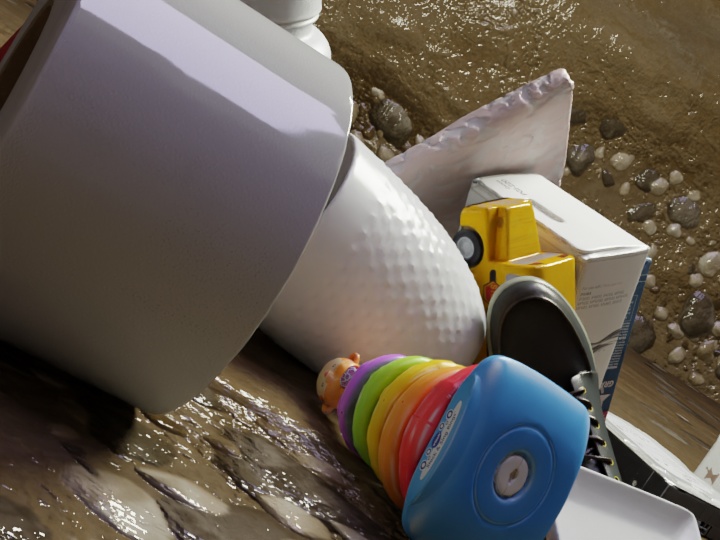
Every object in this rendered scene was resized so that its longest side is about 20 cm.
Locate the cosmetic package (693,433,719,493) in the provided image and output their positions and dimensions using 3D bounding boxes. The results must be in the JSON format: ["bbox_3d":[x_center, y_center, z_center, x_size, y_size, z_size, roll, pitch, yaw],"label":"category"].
[{"bbox_3d":[0.545,0.256,1.616,0.200,0.168,0.166,26,10,-37],"label":"cosmetic package"}]

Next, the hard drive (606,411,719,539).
[{"bbox_3d":[0.303,0.207,1.416,0.139,0.038,0.200,28,9,-32],"label":"hard drive"}]

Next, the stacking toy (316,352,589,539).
[{"bbox_3d":[0.030,0.091,0.828,0.110,0.116,0.200,31,-4,-37],"label":"stacking toy"}]

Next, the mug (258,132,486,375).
[{"bbox_3d":[0.000,0.000,1.002,0.175,0.148,0.200,43,14,-23],"label":"mug"}]

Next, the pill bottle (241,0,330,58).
[{"bbox_3d":[-0.081,-0.134,1.053,0.108,0.201,0.109,6,29,-4],"label":"pill bottle"}]

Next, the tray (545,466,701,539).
[{"bbox_3d":[0.175,0.192,0.879,0.200,0.022,0.108,26,45,-43],"label":"tray"}]

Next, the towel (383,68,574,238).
[{"bbox_3d":[0.090,-0.077,1.161,0.032,0.200,0.191,57,-8,22],"label":"towel"}]

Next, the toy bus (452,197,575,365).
[{"bbox_3d":[0.122,0.047,1.045,0.078,0.201,0.065,8,15,42],"label":"toy bus"}]

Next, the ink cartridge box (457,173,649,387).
[{"bbox_3d":[0.141,0.036,1.140,0.085,0.201,0.146,-9,34,-37],"label":"ink cartridge box"}]

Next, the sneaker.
[{"bbox_3d":[0.148,0.105,0.955,0.106,0.075,0.201,-107,178,-74],"label":"sneaker"}]

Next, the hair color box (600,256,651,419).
[{"bbox_3d":[0.185,0.061,1.213,0.060,0.201,0.100,-2,25,-30],"label":"hair color box"}]

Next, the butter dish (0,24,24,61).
[{"bbox_3d":[-0.204,-0.131,1.028,0.200,0.148,0.199,30,8,-23],"label":"butter dish"}]

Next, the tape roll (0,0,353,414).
[{"bbox_3d":[-0.116,-0.049,0.655,0.139,0.203,0.203,30,8,-22],"label":"tape roll"}]
